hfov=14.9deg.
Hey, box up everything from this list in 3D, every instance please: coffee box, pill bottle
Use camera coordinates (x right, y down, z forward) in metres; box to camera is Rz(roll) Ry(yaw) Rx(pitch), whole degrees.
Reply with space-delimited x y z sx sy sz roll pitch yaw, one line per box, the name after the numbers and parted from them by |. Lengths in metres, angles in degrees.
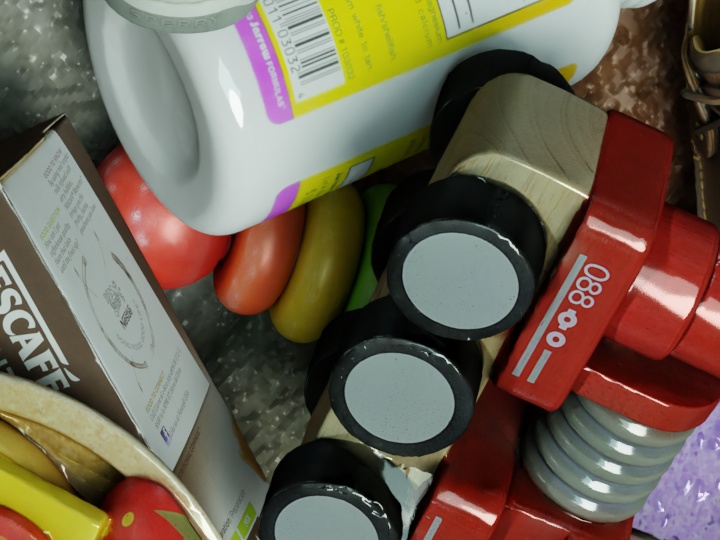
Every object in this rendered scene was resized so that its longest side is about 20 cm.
-0.105 0.065 0.922 0.114 0.080 0.201 -23 104 18 | coffee box
0.015 -0.094 0.920 0.199 0.104 0.105 -24 111 -23 | pill bottle

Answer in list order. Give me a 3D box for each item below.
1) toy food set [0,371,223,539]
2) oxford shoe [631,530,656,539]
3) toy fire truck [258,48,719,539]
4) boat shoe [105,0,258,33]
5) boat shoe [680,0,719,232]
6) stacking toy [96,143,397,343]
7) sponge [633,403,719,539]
-0.128 0.123 0.879 0.197 0.049 0.201 27 116 3 | toy food set
0.152 0.174 1.071 0.071 0.074 0.200 -36 98 27 | oxford shoe
0.091 0.039 0.891 0.199 0.129 0.177 24 127 -4 | toy fire truck
-0.053 -0.171 0.855 0.074 0.203 0.065 4 149 -5 | boat shoe
0.140 -0.066 0.969 0.067 0.072 0.202 1 92 -46 | boat shoe
0.000 0.000 0.969 0.199 0.085 0.086 16 101 -15 | stacking toy
0.172 0.069 1.059 0.199 0.030 0.112 27 96 -20 | sponge
